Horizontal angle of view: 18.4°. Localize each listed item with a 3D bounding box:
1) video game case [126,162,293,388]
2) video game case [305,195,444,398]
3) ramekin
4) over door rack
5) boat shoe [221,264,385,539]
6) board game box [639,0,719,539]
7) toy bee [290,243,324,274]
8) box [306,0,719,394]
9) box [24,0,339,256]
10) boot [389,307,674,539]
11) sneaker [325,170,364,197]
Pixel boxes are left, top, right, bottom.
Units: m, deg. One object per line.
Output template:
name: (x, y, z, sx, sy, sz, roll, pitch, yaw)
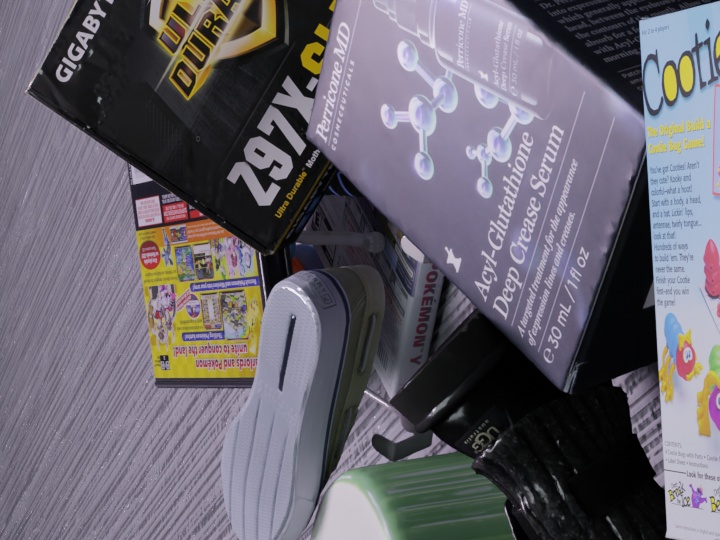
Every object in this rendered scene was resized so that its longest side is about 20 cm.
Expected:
video game case: (-0.095, -0.017, 1.396, 0.200, 0.025, 0.181, -6, 91, 63)
video game case: (0.013, -0.049, 1.399, 0.200, 0.023, 0.182, -117, 30, -51)
ramekin: (0.040, 0.197, 1.238, 0.200, 0.098, 0.200, 178, 90, -70)
over door rack: (0.000, 0.000, 1.325, 0.200, 0.067, 0.148, 42, 134, 47)
boat shoe: (-0.028, 0.083, 1.271, 0.072, 0.062, 0.200, 46, 135, 34)
board game box: (0.176, 0.000, 0.823, 0.105, 0.103, 0.200, 179, 88, -70)
toy bee: (-0.076, 0.010, 1.528, 0.131, 0.109, 0.200, 47, -166, -32)
box: (0.084, -0.073, 0.982, 0.200, 0.107, 0.149, 46, 139, 34)
box: (-0.055, -0.133, 1.136, 0.200, 0.160, 0.049, -57, -6, 16)
boot: (0.109, 0.075, 1.049, 0.158, 0.211, 0.079, 44, 122, 3)
sneaker: (-0.011, -0.073, 1.192, 0.078, 0.200, 0.070, 118, 158, -77)
